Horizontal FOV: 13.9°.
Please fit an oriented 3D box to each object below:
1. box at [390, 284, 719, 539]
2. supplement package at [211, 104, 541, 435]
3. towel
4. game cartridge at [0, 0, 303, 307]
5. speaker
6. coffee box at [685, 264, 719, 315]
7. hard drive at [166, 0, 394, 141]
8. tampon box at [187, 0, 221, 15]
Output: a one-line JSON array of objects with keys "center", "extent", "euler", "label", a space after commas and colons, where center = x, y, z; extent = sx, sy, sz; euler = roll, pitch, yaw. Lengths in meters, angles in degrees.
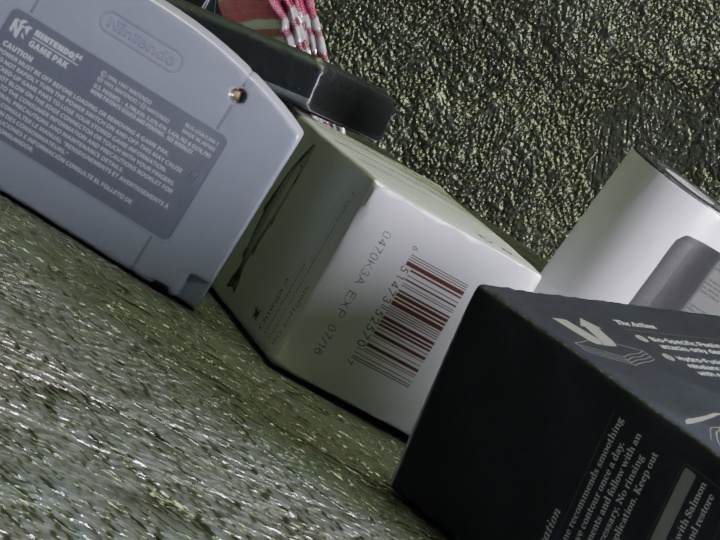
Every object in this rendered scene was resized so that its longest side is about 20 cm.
[{"center": [0.159, 0.107, 1.418], "extent": [0.196, 0.118, 0.200], "euler": [8, 22, -46], "label": "box"}, {"center": [0.000, 0.000, 1.679], "extent": [0.117, 0.117, 0.200], "euler": [28, 6, -20], "label": "supplement package"}, {"center": [-0.046, -0.089, 1.951], "extent": [0.030, 0.201, 0.146], "euler": [-15, 5, -18], "label": "towel"}, {"center": [-0.138, -0.087, 1.591], "extent": [0.199, 0.134, 0.040], "euler": [32, 13, -4], "label": "game cartridge"}, {"center": [0.128, 0.032, 1.681], "extent": [0.081, 0.200, 0.081], "euler": [35, 8, -6], "label": "speaker"}, {"center": [0.337, 0.081, 2.471], "extent": [0.200, 0.198, 0.199], "euler": [35, 6, 35], "label": "coffee box"}, {"center": [-0.088, -0.138, 1.811], "extent": [0.199, 0.033, 0.139], "euler": [24, 2, 19], "label": "hard drive"}, {"center": [-0.181, -0.195, 2.394], "extent": [0.200, 0.127, 0.150], "euler": [34, 5, 31], "label": "tampon box"}]
